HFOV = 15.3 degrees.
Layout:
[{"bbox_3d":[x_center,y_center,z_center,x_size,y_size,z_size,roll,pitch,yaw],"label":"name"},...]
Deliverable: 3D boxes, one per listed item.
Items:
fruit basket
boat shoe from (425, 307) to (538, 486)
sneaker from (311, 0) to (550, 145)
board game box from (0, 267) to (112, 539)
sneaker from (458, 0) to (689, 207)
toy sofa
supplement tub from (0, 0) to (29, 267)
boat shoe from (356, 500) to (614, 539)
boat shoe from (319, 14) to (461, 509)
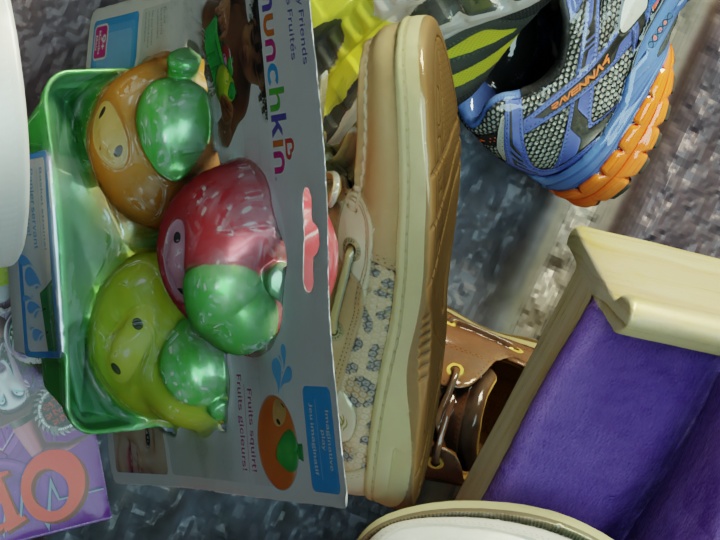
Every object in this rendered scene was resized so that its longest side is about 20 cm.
[{"bbox_3d":[-0.062,-0.011,0.954,0.093,0.200,0.187,-4,91,-22],"label":"fruit basket"},{"bbox_3d":[0.031,0.049,1.085,0.199,0.068,0.072,15,96,-20],"label":"boat shoe"},{"bbox_3d":[0.032,-0.109,1.020,0.200,0.084,0.075,-36,76,27],"label":"sneaker"},{"bbox_3d":[-0.203,0.060,1.031,0.199,0.032,0.121,-14,106,-16],"label":"board game box"},{"bbox_3d":[0.098,-0.127,1.066,0.078,0.075,0.201,15,94,-30],"label":"sneaker"},{"bbox_3d":[0.089,0.092,1.025,0.082,0.098,0.201,13,120,-24],"label":"toy sofa"},{"bbox_3d":[-0.226,-0.053,0.947,0.199,0.132,0.133,-7,103,-18],"label":"supplement tub"},{"bbox_3d":[0.087,0.146,0.976,0.199,0.068,0.075,21,116,0],"label":"boat shoe"},{"bbox_3d":[0.000,0.000,0.988,0.062,0.073,0.201,8,118,8],"label":"boat shoe"}]
